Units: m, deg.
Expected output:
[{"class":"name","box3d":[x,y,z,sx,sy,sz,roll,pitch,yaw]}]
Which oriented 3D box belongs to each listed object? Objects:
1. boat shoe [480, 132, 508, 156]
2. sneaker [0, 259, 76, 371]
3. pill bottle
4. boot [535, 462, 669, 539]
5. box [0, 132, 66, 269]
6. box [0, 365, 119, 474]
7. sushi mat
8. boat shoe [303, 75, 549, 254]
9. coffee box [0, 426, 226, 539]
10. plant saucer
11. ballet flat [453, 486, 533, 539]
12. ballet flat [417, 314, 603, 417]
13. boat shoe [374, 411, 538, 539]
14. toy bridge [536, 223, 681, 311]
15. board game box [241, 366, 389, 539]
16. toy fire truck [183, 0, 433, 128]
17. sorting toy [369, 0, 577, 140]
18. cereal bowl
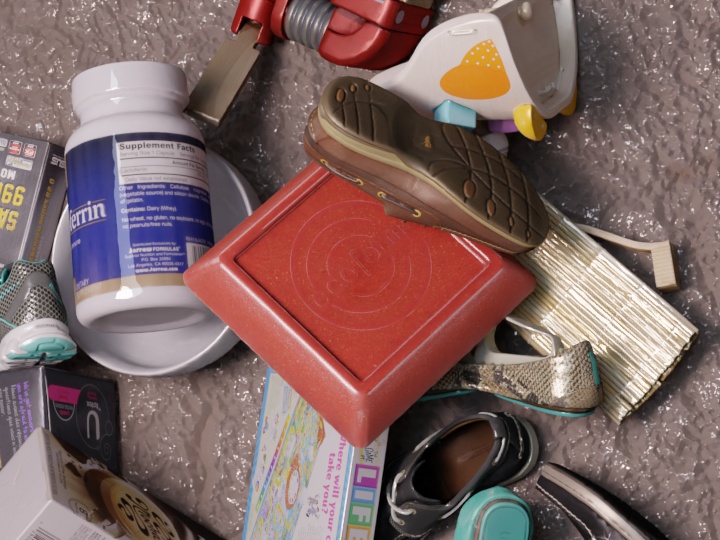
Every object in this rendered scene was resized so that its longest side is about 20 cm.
[{"class":"boat shoe","box3d":[0.042,-0.043,1.493,0.199,0.072,0.069,-30,88,12]},{"class":"sneaker","box3d":[-0.291,0.041,1.567,0.200,0.077,0.092,-22,73,59]},{"class":"pill bottle","box3d":[-0.177,-0.058,1.471,0.115,0.116,0.202,-11,76,21]},{"class":"boot","box3d":[0.177,0.256,1.381,0.200,0.073,0.151,40,97,18]},{"class":"box","box3d":[-0.371,-0.054,1.682,0.199,0.048,0.160,13,86,25]},{"class":"box","box3d":[-0.322,0.150,1.586,0.198,0.122,0.107,-9,78,21]},{"class":"sushi mat","box3d":[0.160,0.021,1.426,0.200,0.012,0.096,43,101,23]},{"class":"boat shoe","box3d":[0.048,-0.070,1.377,0.199,0.072,0.068,29,138,-10]},{"class":"coffee box","box3d":[-0.195,0.226,1.463,0.080,0.200,0.113,-48,28,11]},{"class":"plant saucer","box3d":[0.000,0.000,1.397,0.199,0.037,0.200,-41,71,-20]},{"class":"ballet flat","box3d":[0.093,0.262,1.415,0.067,0.070,0.202,9,95,-9]},{"class":"ballet flat","box3d":[0.101,0.069,1.428,0.199,0.068,0.076,1,98,40]},{"class":"boat shoe","box3d":[0.043,0.171,1.454,0.199,0.067,0.072,-34,70,20]},{"class":"toy bridge","box3d":[0.151,0.000,1.457,0.198,0.027,0.068,-11,77,22]},{"class":"board game box","box3d":[-0.039,0.181,1.473,0.134,0.034,0.202,2,81,53]},{"class":"toy fire truck","box3d":[-0.049,-0.205,1.538,0.175,0.128,0.201,28,104,24]},{"class":"sorting toy","box3d":[0.066,-0.151,1.453,0.179,0.200,0.108,-9,102,24]},{"class":"cereal bowl","box3d":[-0.158,-0.007,1.562,0.198,0.083,0.202,-4,80,23]}]
